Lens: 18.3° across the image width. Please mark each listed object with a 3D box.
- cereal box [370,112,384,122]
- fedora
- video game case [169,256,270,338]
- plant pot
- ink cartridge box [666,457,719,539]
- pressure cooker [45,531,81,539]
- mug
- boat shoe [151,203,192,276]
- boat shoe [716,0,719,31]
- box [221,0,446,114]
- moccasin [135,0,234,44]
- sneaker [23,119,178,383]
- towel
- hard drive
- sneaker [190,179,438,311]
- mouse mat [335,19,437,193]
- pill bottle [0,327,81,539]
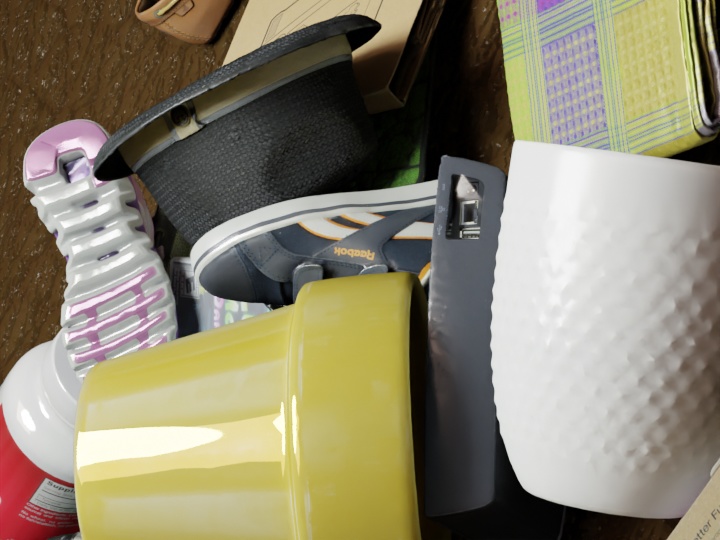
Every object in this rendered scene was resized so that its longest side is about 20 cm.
[{"bbox_3d":[-0.041,-0.017,1.499,0.144,0.039,0.201,14,86,55],"label":"cereal box"},{"bbox_3d":[-0.061,-0.075,1.372,0.200,0.200,0.092,-28,88,45],"label":"fedora"},{"bbox_3d":[-0.075,0.096,1.452,0.181,0.023,0.202,6,95,55],"label":"video game case"},{"bbox_3d":[-0.052,0.109,1.240,0.187,0.201,0.202,-5,63,8],"label":"plant pot"},{"bbox_3d":[0.181,0.215,1.053,0.201,0.075,0.165,-58,35,20],"label":"ink cartridge box"},{"bbox_3d":[-0.106,0.253,1.321,0.179,0.198,0.177,89,-170,-71],"label":"pressure cooker"},{"bbox_3d":[0.136,0.028,1.162,0.200,0.147,0.177,-134,51,-85],"label":"mug"},{"bbox_3d":[-0.141,-0.016,1.591,0.072,0.066,0.202,-93,26,-71],"label":"boat shoe"},{"bbox_3d":[0.232,-0.180,1.181,0.200,0.074,0.074,-32,60,54],"label":"boat shoe"},{"bbox_3d":[-0.018,-0.163,1.500,0.199,0.021,0.164,-9,51,46],"label":"box"},{"bbox_3d":[-0.105,-0.267,1.669,0.202,0.077,0.074,-55,38,23],"label":"moccasin"},{"bbox_3d":[-0.164,0.000,1.513,0.080,0.088,0.201,-18,74,7],"label":"sneaker"},{"bbox_3d":[0.139,-0.124,1.255,0.200,0.023,0.145,-22,74,62],"label":"towel"},{"bbox_3d":[0.078,0.050,1.229,0.042,0.135,0.201,-6,69,25],"label":"hard drive"},{"bbox_3d":[0.000,0.000,1.324,0.199,0.079,0.080,-11,64,2],"label":"sneaker"},{"bbox_3d":[-0.015,-0.089,1.446,0.160,0.008,0.201,-28,36,31],"label":"mouse mat"},{"bbox_3d":[-0.213,0.120,1.581,0.200,0.112,0.113,-51,38,44],"label":"pill bottle"}]
